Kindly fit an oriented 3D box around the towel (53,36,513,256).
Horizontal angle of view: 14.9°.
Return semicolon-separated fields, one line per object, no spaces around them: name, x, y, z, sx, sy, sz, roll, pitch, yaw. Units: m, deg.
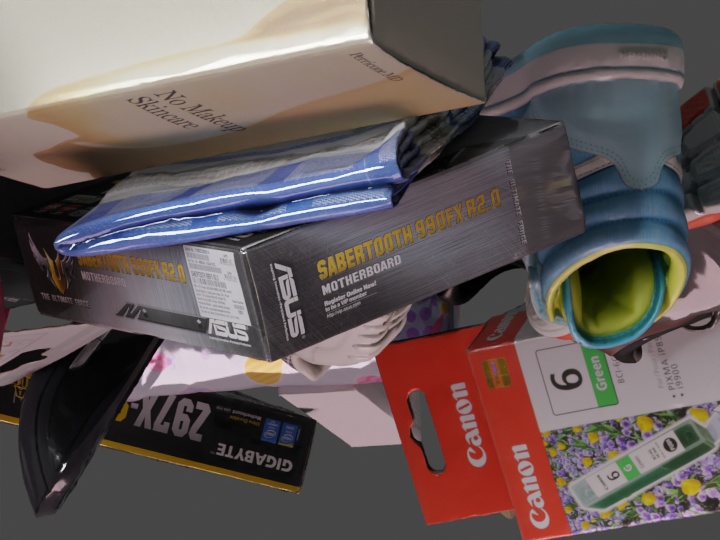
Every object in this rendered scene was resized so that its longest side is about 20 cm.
towel;-0.027;-0.052;1.108;0.146;0.024;0.200;-10;-165;18

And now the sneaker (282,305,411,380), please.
sneaker;0.000;0.000;1.356;0.076;0.081;0.200;-36;-176;-26

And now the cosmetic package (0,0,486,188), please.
cosmetic package;-0.063;-0.088;1.028;0.199;0.072;0.105;-10;166;27

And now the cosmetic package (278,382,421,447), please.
cosmetic package;-0.006;0.050;1.633;0.050;0.083;0.200;-6;166;10

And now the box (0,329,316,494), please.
box;-0.145;0.076;1.610;0.199;0.050;0.159;16;177;-25

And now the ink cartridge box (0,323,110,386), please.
ink cartridge box;-0.226;0.025;1.228;0.199;0.048;0.160;-4;169;-28

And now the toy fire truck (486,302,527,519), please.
toy fire truck;0.127;0.061;1.531;0.175;0.129;0.200;-28;-174;-21

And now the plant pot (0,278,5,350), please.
plant pot;-0.235;0.002;1.011;0.199;0.201;0.179;-12;150;34

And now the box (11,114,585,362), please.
box;-0.029;-0.020;1.135;0.158;0.049;0.200;-23;-163;-29

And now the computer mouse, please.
computer mouse;-0.121;0.031;1.365;0.046;0.201;0.140;31;167;-2

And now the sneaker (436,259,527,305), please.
sneaker;0.120;-0.022;1.343;0.198;0.083;0.071;-10;165;26

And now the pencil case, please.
pencil case;-0.043;0.022;1.491;0.198;0.084;0.091;-4;-156;2

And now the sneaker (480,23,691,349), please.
sneaker;0.085;-0.023;1.224;0.079;0.132;0.200;0;168;-16

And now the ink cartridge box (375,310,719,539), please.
ink cartridge box;0.104;0.075;1.380;0.199;0.110;0.050;-12;-164;22

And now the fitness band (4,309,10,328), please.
fitness band;-0.208;0.068;1.411;0.037;0.201;0.144;14;137;-5

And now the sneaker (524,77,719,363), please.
sneaker;0.166;-0.024;1.256;0.082;0.077;0.200;31;132;-29

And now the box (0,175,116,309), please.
box;-0.219;-0.032;1.223;0.141;0.079;0.199;-9;166;40
